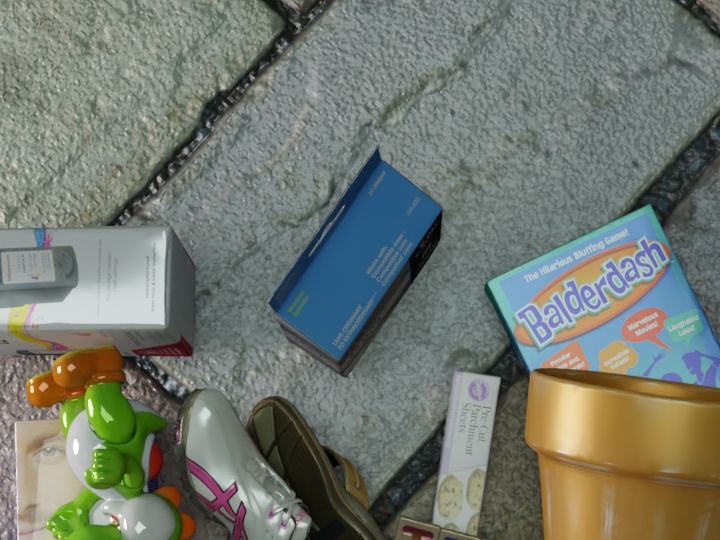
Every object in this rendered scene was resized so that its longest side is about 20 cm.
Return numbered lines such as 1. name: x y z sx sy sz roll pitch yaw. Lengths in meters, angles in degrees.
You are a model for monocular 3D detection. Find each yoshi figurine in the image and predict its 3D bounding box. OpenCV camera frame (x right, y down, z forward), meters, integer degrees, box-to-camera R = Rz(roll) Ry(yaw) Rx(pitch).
1. yoshi figurine: -0.203 0.167 1.303 0.111 0.112 0.202 -23 83 12

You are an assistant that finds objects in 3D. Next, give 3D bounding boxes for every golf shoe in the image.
1. golf shoe: -0.079 0.178 1.333 0.091 0.073 0.202 -9 113 28

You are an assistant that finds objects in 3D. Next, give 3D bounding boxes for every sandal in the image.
1. sandal: -0.021 0.183 1.372 0.201 0.080 0.054 52 42 -5

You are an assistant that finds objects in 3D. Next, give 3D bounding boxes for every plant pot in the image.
1. plant pot: 0.212 0.177 1.260 0.198 0.200 0.185 7 91 3

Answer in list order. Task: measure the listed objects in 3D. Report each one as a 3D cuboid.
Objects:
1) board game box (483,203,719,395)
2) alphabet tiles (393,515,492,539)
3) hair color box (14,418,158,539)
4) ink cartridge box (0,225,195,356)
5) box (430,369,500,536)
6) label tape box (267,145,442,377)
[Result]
1. board game box: 0.209 0.069 1.392 0.151 0.045 0.201 -25 80 -2
2. alphabet tiles: 0.076 0.284 1.344 0.198 0.006 0.168 15 107 3
3. hair color box: -0.217 0.219 1.374 0.108 0.065 0.202 -4 79 1
4. ink cartridge box: -0.237 0.019 1.365 0.198 0.148 0.087 -2 79 3
5. box: 0.079 0.183 1.381 0.041 0.039 0.202 10 81 3
6. label tape box: 0.000 0.000 1.332 0.063 0.200 0.145 34 83 7
